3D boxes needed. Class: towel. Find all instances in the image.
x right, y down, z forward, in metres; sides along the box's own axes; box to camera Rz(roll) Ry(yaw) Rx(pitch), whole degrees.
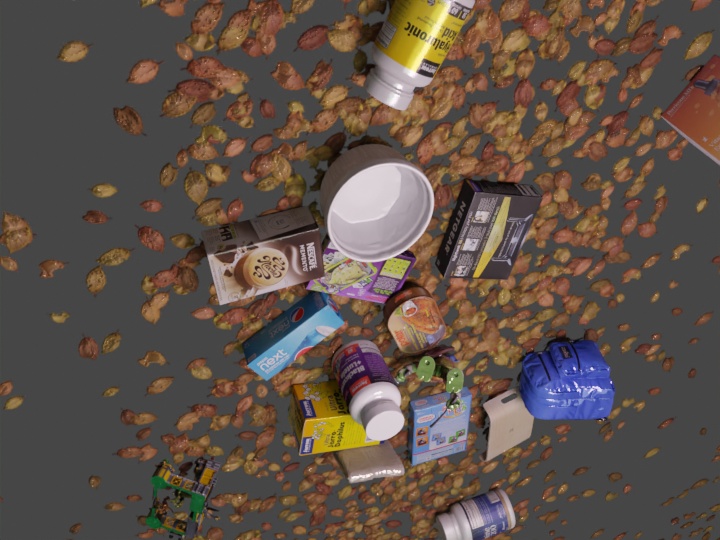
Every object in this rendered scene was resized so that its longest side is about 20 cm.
[{"bbox_3d":[0.001,0.393,1.683,0.131,0.200,0.035,-4,116,-19],"label":"towel"}]

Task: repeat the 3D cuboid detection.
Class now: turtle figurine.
[{"bbox_3d":[0.151,0.253,1.643,0.199,0.145,0.194,-34,170,-6],"label":"turtle figurine"}]

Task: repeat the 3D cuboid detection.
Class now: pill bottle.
[{"bbox_3d":[0.313,0.680,2.093,0.198,0.111,0.112,-16,131,-11],"label":"pill bottle"},{"bbox_3d":[0.018,0.246,1.573,0.110,0.201,0.112,-11,129,-14],"label":"pill bottle"},{"bbox_3d":[0.084,-0.359,1.193,0.110,0.112,0.201,14,120,-31],"label":"pill bottle"}]

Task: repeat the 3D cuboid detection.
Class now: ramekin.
[{"bbox_3d":[0.021,-0.127,1.350,0.198,0.105,0.202,-12,130,-15],"label":"ramekin"}]

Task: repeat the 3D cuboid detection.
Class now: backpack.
[{"bbox_3d":[0.477,0.252,1.806,0.197,0.163,0.170,-5,120,-3],"label":"backpack"}]

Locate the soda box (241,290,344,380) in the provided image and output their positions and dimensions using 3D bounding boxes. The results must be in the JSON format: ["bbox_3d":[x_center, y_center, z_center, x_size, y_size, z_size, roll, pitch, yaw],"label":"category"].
[{"bbox_3d":[-0.133,0.125,1.507,0.199,0.064,0.068,-36,131,8],"label":"soda box"}]

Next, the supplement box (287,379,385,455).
[{"bbox_3d":[-0.046,0.312,1.657,0.197,0.109,0.111,-4,127,-20],"label":"supplement box"}]

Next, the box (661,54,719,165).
[{"bbox_3d":[0.705,-0.285,1.453,0.106,0.201,0.153,23,115,-36],"label":"box"}]

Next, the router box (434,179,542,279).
[{"bbox_3d":[0.252,-0.077,1.520,0.155,0.052,0.202,2,125,-24],"label":"router box"}]

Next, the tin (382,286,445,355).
[{"bbox_3d":[0.112,0.107,1.597,0.111,0.042,0.201,-31,141,-3],"label":"tin"}]

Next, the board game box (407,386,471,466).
[{"bbox_3d":[0.190,0.380,1.859,0.149,0.037,0.202,-12,130,-14],"label":"board game box"}]

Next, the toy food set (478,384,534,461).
[{"bbox_3d":[0.363,0.382,1.929,0.142,0.060,0.202,-22,134,-21],"label":"toy food set"}]

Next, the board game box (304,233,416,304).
[{"bbox_3d":[0.000,0.000,1.490,0.198,0.032,0.121,12,117,-30],"label":"board game box"}]

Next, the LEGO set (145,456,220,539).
[{"bbox_3d":[-0.382,0.478,1.669,0.152,0.116,0.202,11,122,6],"label":"LEGO set"}]

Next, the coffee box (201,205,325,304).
[{"bbox_3d":[-0.171,-0.028,1.360,0.198,0.080,0.114,-15,130,-11],"label":"coffee box"}]
